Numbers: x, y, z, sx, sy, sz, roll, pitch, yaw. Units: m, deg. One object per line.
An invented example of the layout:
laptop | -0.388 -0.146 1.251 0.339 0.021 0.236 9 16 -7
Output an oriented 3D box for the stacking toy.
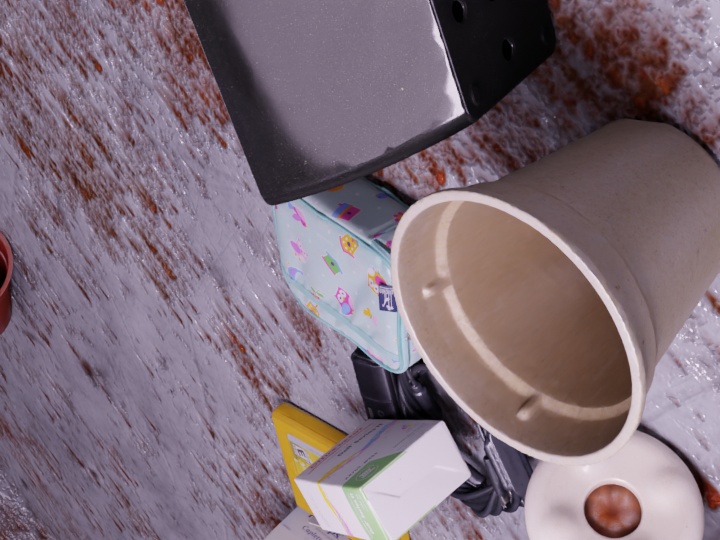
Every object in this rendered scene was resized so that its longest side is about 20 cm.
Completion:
stacking toy | 0.222 0.238 0.948 0.146 0.146 0.201 36 163 27

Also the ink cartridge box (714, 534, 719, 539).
ink cartridge box | 0.294 0.318 0.818 0.163 0.199 0.057 47 150 11

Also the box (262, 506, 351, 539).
box | -0.038 0.454 1.477 0.183 0.105 0.202 29 139 34

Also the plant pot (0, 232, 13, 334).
plant pot | -0.715 0.035 1.925 0.201 0.200 0.196 46 156 13

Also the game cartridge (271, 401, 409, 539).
game cartridge | -0.023 0.275 1.361 0.199 0.032 0.178 23 136 42

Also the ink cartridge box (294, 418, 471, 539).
ink cartridge box | 0.010 0.212 1.107 0.068 0.117 0.199 59 153 -8

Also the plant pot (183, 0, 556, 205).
plant pot | 0.019 -0.183 0.747 0.176 0.199 0.202 -2 119 40

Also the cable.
cable | 0.101 0.154 1.078 0.202 0.051 0.163 62 155 -8

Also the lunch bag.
lunch bag | 0.000 0.000 1.021 0.199 0.077 0.162 37 142 37

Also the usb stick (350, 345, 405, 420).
usb stick | 0.032 0.169 1.189 0.055 0.033 0.202 12 129 39

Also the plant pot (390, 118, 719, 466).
plant pot | 0.152 -0.006 0.723 0.200 0.183 0.202 33 143 30
